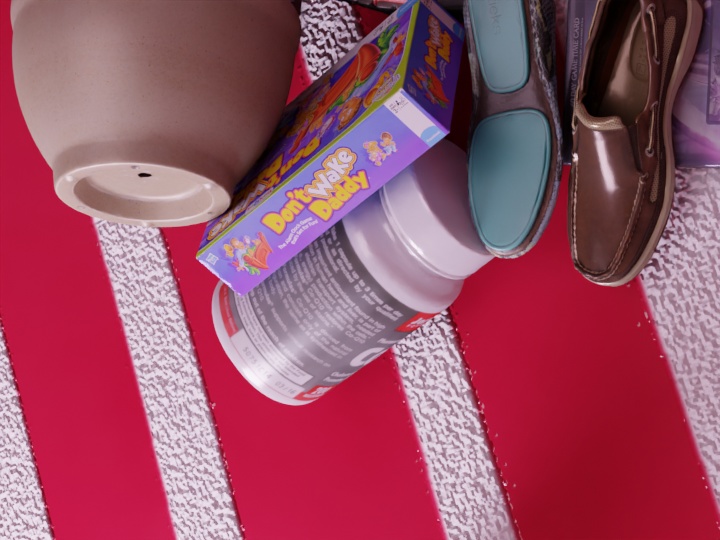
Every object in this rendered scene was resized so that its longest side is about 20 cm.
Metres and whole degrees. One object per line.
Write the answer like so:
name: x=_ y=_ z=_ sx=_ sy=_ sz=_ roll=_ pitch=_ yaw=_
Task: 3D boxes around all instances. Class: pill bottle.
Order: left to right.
pill bottle: x=0.000 y=0.000 z=1.308 sx=0.200 sy=0.114 sz=0.114 roll=-36 pitch=68 yaw=31

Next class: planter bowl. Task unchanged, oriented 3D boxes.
planter bowl: x=-0.143 y=-0.110 z=1.266 sx=0.200 sy=0.200 sz=0.135 roll=-12 pitch=66 yaw=37

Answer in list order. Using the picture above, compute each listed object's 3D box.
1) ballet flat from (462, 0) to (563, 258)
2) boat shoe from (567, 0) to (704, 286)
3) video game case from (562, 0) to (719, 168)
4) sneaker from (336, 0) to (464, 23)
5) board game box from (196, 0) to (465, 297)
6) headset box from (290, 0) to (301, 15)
ballet flat: x=0.109 y=-0.107 z=1.254 sx=0.074 sy=0.074 sz=0.201 roll=-2 pitch=85 yaw=37
boat shoe: x=0.159 y=-0.091 z=1.190 sx=0.074 sy=0.075 sz=0.203 roll=13 pitch=97 yaw=37
video game case: x=0.220 y=-0.138 z=1.202 sx=0.199 sy=0.019 sz=0.144 roll=3 pitch=91 yaw=37
sneaker: x=0.005 y=-0.232 z=1.335 sx=0.200 sy=0.074 sz=0.087 roll=21 pitch=99 yaw=35
board game box: x=-0.019 y=-0.086 z=1.269 sx=0.200 sy=0.045 sz=0.135 roll=-38 pitch=23 yaw=29
headset box: x=-0.113 y=-0.268 z=1.332 sx=0.148 sy=0.077 sz=0.201 roll=14 pitch=101 yaw=36
